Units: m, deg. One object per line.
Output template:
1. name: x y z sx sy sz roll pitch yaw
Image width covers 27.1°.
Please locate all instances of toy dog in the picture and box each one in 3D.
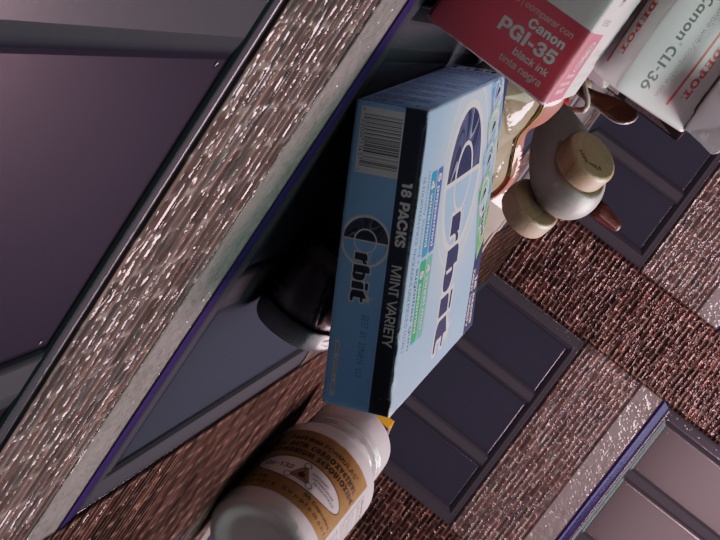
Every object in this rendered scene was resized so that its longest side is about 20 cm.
1. toy dog: 0.192 -0.108 1.294 0.131 0.096 0.202 -20 -136 57

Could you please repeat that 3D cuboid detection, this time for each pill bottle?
1. pill bottle: -0.051 0.215 1.461 0.200 0.114 0.115 -45 169 -52

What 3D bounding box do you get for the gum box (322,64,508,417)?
1. gum box: 0.036 -0.027 0.889 0.200 0.044 0.172 -36 135 -67

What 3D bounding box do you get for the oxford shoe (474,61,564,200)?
1. oxford shoe: 0.078 -0.099 1.075 0.073 0.071 0.200 -22 160 -23

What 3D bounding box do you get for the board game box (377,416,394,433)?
1. board game box: -0.025 0.294 2.245 0.166 0.056 0.200 -53 173 -15

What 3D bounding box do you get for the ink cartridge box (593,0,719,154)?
1. ink cartridge box: 0.187 -0.170 0.929 0.117 0.067 0.200 -56 -148 16

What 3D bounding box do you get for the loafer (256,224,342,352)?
1. loafer: 0.000 0.000 0.961 0.063 0.072 0.200 -60 168 20

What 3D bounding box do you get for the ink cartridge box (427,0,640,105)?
1. ink cartridge box: 0.135 -0.198 0.818 0.201 0.082 0.146 -55 172 16

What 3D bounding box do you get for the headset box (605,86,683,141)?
1. headset box: 0.260 -0.233 1.203 0.201 0.148 0.075 -51 174 -5

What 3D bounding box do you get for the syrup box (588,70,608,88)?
1. syrup box: 0.216 -0.246 1.126 0.201 0.081 0.079 -52 173 -2

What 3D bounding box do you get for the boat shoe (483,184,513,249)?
1. boat shoe: 0.076 -0.026 1.359 0.066 0.057 0.201 6 136 -33
